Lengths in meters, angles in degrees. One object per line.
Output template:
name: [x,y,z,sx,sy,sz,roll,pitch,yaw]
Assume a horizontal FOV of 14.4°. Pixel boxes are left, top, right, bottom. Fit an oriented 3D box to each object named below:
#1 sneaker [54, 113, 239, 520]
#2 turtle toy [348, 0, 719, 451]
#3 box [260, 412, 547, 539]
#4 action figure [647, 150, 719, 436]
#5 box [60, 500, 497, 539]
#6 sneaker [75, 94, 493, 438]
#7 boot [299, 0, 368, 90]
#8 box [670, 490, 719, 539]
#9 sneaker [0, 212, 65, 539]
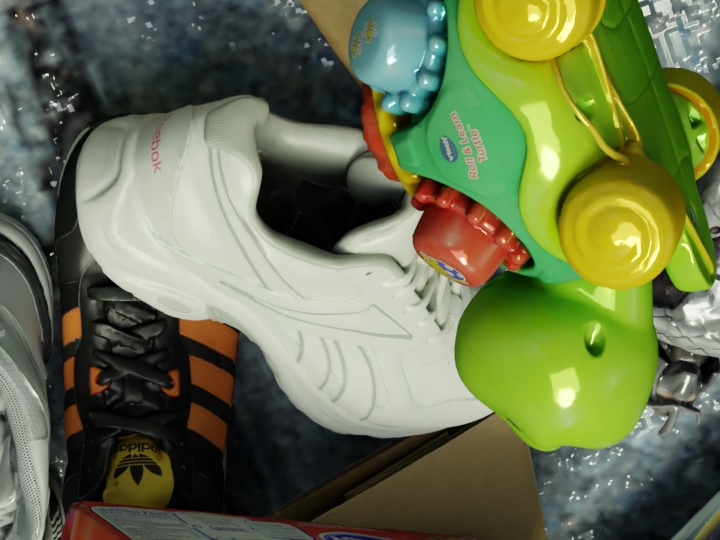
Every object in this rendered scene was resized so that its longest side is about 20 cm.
sneaker: [-0.077,0.045,1.046,0.070,0.090,0.201,0,119,-2]
turtle toy: [0.058,-0.037,0.923,0.101,0.146,0.201,-15,104,19]
box: [0.011,0.167,1.109,0.163,0.021,0.201,-28,122,-26]
action figure: [0.141,-0.019,1.036,0.129,0.070,0.201,10,122,-18]
box: [-0.009,0.148,1.008,0.199,0.100,0.096,9,101,-36]
sneaker: [0.000,0.000,1.000,0.200,0.078,0.099,27,148,-37]
boot: [-0.031,-0.118,0.976,0.175,0.066,0.200,-32,116,14]
box: [0.163,0.149,1.120,0.137,0.040,0.200,27,114,-36]
sneaker: [-0.149,0.087,1.052,0.075,0.115,0.201,2,118,-3]
